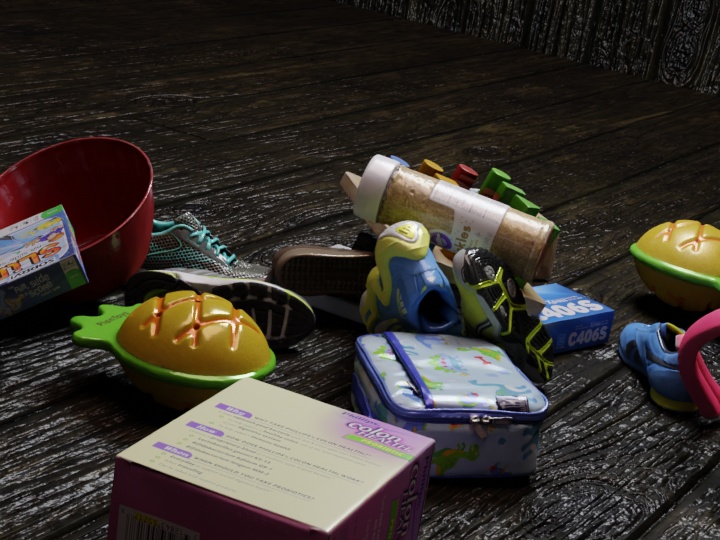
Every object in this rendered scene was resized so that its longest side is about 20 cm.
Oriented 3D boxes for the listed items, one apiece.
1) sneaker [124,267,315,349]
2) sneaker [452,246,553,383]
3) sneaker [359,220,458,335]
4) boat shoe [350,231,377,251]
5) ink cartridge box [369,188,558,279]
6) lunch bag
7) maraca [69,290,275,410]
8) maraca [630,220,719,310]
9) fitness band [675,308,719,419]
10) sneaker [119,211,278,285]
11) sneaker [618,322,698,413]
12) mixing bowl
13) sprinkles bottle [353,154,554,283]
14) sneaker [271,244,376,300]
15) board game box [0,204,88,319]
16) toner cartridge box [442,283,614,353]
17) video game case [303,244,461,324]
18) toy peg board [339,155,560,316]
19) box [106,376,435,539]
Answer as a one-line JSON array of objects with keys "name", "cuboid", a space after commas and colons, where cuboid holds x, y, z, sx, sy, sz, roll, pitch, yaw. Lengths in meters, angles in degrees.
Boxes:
[{"name": "sneaker", "cuboid": [-0.142, 0.030, 1.630, 0.200, 0.074, 0.081, 13, 15, 7]}, {"name": "sneaker", "cuboid": [0.130, 0.054, 1.563, 0.076, 0.200, 0.076, -9, 46, 26]}, {"name": "sneaker", "cuboid": [0.050, 0.044, 1.578, 0.076, 0.200, 0.105, -20, 57, -12]}, {"name": "boat shoe", "cuboid": [0.063, -0.027, 1.835, 0.199, 0.066, 0.074, -4, 21, -37]}, {"name": "ink cartridge box", "cuboid": [0.132, -0.052, 2.004, 0.200, 0.075, 0.165, 2, 21, -20]}, {"name": "lunch bag", "cuboid": [0.076, 0.122, 1.443, 0.160, 0.083, 0.200, 2, 18, -12]}, {"name": "maraca", "cuboid": [-0.174, 0.069, 1.433, 0.200, 0.107, 0.137, 17, 18, 23]}, {"name": "maraca", "cuboid": [0.425, 0.001, 1.908, 0.137, 0.107, 0.200, -6, 24, -44]}, {"name": "fitness band", "cuboid": [0.395, 0.100, 1.536, 0.143, 0.200, 0.037, -9, 49, 28]}, {"name": "sneaker", "cuboid": [-0.185, -0.018, 1.718, 0.200, 0.091, 0.078, 11, 19, 4]}, {"name": "sneaker", "cuboid": [0.333, 0.084, 1.689, 0.066, 0.079, 0.200, 5, 17, -7]}, {"name": "mixing bowl", "cuboid": [-0.299, -0.037, 1.637, 0.200, 0.109, 0.200, -10, 40, 9]}, {"name": "sprinkles bottle", "cuboid": [0.095, -0.053, 1.578, 0.200, 0.068, 0.068, 22, 20, 9]}, {"name": "sneaker", "cuboid": [0.000, 0.000, 1.714, 0.200, 0.071, 0.076, 10, 14, -15]}, {"name": "board game box", "cuboid": [-0.364, 0.012, 1.476, 0.200, 0.035, 0.135, -24, 27, -7]}, {"name": "toner cartridge box", "cuboid": [0.185, 0.059, 1.742, 0.200, 0.043, 0.095, -8, 24, -42]}, {"name": "video game case", "cuboid": [0.013, 0.022, 1.806, 0.200, 0.022, 0.182, 19, 20, 24]}, {"name": "toy peg board", "cuboid": [0.108, -0.064, 1.722, 0.199, 0.098, 0.200, 21, 18, -29]}, {"name": "box", "cuboid": [-0.065, 0.177, 1.179, 0.176, 0.097, 0.200, 16, 20, 20]}]
